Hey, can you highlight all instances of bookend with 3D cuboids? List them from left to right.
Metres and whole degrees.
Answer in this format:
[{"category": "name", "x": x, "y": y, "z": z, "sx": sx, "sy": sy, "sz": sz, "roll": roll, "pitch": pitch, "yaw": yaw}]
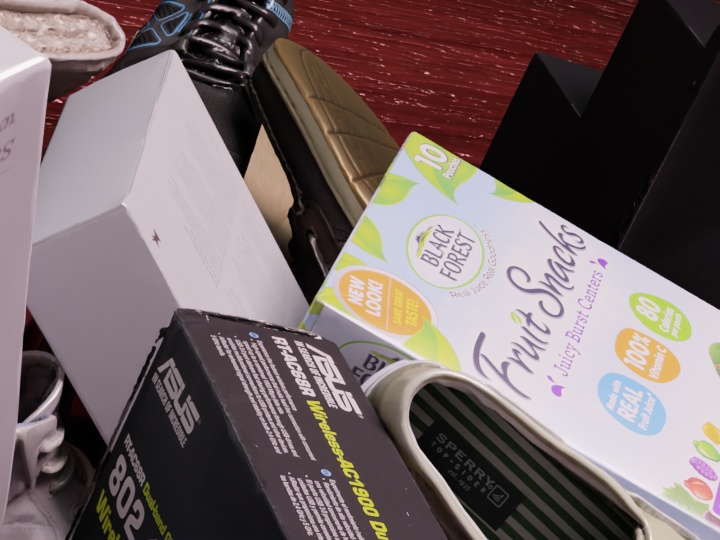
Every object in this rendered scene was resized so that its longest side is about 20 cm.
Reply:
[{"category": "bookend", "x": 0.152, "y": -0.068, "z": 1.278, "sx": 0.092, "sy": 0.199, "sz": 0.200, "roll": 15, "pitch": 24, "yaw": -23}]

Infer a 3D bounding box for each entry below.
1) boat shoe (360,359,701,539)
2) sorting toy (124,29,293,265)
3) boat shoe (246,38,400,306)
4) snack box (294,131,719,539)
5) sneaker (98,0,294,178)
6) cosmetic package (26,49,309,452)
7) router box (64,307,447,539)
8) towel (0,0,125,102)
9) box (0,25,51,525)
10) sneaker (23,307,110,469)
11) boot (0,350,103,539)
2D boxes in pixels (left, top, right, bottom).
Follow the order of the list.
[{"category": "boat shoe", "x": 0.076, "y": 0.103, "z": 0.759, "sx": 0.200, "sy": 0.072, "sz": 0.062, "roll": 38, "pitch": -9, "yaw": -3}, {"category": "sorting toy", "x": -0.038, "y": -0.009, "z": 1.107, "sx": 0.198, "sy": 0.070, "sz": 0.200, "roll": 25, "pitch": 22, "yaw": -6}, {"category": "boat shoe", "x": 0.001, "y": 0.001, "z": 0.974, "sx": 0.201, "sy": 0.066, "sz": 0.072, "roll": 59, "pitch": 21, "yaw": 18}, {"category": "snack box", "x": 0.078, "y": 0.045, "z": 0.862, "sx": 0.199, "sy": 0.053, "sz": 0.142, "roll": 30, "pitch": 29, "yaw": 0}, {"category": "sneaker", "x": -0.070, "y": -0.092, "z": 1.051, "sx": 0.073, "sy": 0.082, "sz": 0.200, "roll": 25, "pitch": 23, "yaw": -11}, {"category": "cosmetic package", "x": -0.049, "y": 0.040, "z": 0.868, "sx": 0.151, "sy": 0.051, "sz": 0.201, "roll": -89, "pitch": 154, "yaw": -67}, {"category": "router box", "x": -0.031, "y": 0.128, "z": 0.710, "sx": 0.062, "sy": 0.150, "sz": 0.200, "roll": 13, "pitch": 26, "yaw": -30}, {"category": "towel", "x": -0.206, "y": -0.074, "z": 0.992, "sx": 0.200, "sy": 0.132, "sz": 0.035, "roll": -3, "pitch": 72, "yaw": -53}, {"category": "box", "x": -0.192, "y": 0.030, "z": 0.599, "sx": 0.130, "sy": 0.200, "sz": 0.199, "roll": 35, "pitch": 50, "yaw": 17}, {"category": "sneaker", "x": -0.160, "y": 0.007, "z": 0.933, "sx": 0.200, "sy": 0.071, "sz": 0.098, "roll": 25, "pitch": 22, "yaw": -12}, {"category": "boot", "x": -0.110, "y": 0.072, "z": 0.812, "sx": 0.200, "sy": 0.096, "sz": 0.074, "roll": -1, "pitch": 36, "yaw": -50}]
